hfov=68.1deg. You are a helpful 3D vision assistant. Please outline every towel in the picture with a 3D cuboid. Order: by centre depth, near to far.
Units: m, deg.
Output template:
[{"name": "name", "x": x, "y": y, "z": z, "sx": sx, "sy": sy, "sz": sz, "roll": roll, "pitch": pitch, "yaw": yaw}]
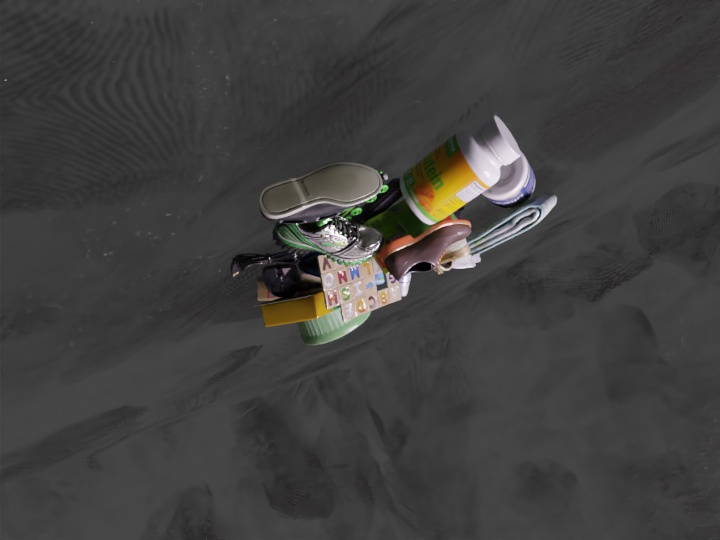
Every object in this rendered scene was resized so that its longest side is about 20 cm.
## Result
[{"name": "towel", "x": 0.331, "y": -0.107, "z": 1.189, "sx": 0.199, "sy": 0.049, "sz": 0.171, "roll": -29, "pitch": -177, "yaw": 33}]

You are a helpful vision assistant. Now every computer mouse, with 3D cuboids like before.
[{"name": "computer mouse", "x": -0.185, "y": 0.018, "z": 1.060, "sx": 0.138, "sy": 0.047, "sz": 0.200, "roll": -3, "pitch": 160, "yaw": -9}]

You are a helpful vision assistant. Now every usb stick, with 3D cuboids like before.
[{"name": "usb stick", "x": 0.020, "y": -0.117, "z": 1.056, "sx": 0.055, "sy": 0.033, "sz": 0.199, "roll": -20, "pitch": 166, "yaw": -49}]

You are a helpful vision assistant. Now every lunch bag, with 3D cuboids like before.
[{"name": "lunch bag", "x": -0.031, "y": -0.013, "z": 1.157, "sx": 0.149, "sy": 0.096, "sz": 0.198, "roll": -4, "pitch": 180, "yaw": -42}]

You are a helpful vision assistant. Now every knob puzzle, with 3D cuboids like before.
[{"name": "knob puzzle", "x": -0.140, "y": 0.032, "z": 1.237, "sx": 0.215, "sy": 0.031, "sz": 0.220, "roll": -4, "pitch": 163, "yaw": -1}]

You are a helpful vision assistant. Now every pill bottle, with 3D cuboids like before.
[{"name": "pill bottle", "x": 0.176, "y": -0.179, "z": 0.943, "sx": 0.199, "sy": 0.112, "sz": 0.110, "roll": -34, "pitch": 164, "yaw": 29}, {"name": "pill bottle", "x": 0.311, "y": -0.193, "z": 1.132, "sx": 0.110, "sy": 0.112, "sz": 0.199, "roll": -31, "pitch": 166, "yaw": 21}]

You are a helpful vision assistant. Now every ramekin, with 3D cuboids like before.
[{"name": "ramekin", "x": -0.080, "y": 0.095, "z": 1.368, "sx": 0.197, "sy": 0.099, "sz": 0.200, "roll": -22, "pitch": -164, "yaw": 7}]

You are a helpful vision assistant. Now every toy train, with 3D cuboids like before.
[{"name": "toy train", "x": -0.029, "y": -0.116, "z": 0.959, "sx": 0.056, "sy": 0.042, "sz": 0.199, "roll": 5, "pitch": 148, "yaw": -46}]

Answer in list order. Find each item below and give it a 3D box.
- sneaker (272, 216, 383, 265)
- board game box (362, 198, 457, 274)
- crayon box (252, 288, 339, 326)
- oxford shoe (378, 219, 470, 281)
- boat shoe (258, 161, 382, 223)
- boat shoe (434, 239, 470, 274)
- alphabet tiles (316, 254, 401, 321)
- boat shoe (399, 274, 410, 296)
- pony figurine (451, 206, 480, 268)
[{"name": "sneaker", "x": -0.049, "y": -0.064, "z": 0.926, "sx": 0.197, "sy": 0.079, "sz": 0.085, "roll": 6, "pitch": 146, "yaw": -20}, {"name": "board game box", "x": 0.098, "y": -0.087, "z": 1.063, "sx": 0.199, "sy": 0.102, "sz": 0.048, "roll": -33, "pitch": 178, "yaw": -32}, {"name": "crayon box", "x": -0.126, "y": 0.076, "z": 1.139, "sx": 0.124, "sy": 0.053, "sz": 0.200, "roll": -10, "pitch": -179, "yaw": 18}, {"name": "oxford shoe", "x": 0.131, "y": -0.036, "z": 0.986, "sx": 0.198, "sy": 0.073, "sz": 0.071, "roll": -22, "pitch": 161, "yaw": -20}, {"name": "boat shoe", "x": -0.063, "y": -0.113, "z": 0.833, "sx": 0.197, "sy": 0.075, "sz": 0.066, "roll": -21, "pitch": 168, "yaw": -18}, {"name": "boat shoe", "x": 0.170, "y": -0.029, "z": 1.135, "sx": 0.073, "sy": 0.067, "sz": 0.200, "roll": -32, "pitch": 175, "yaw": -18}, {"name": "alphabet tiles", "x": 0.000, "y": 0.000, "z": 1.045, "sx": 0.198, "sy": 0.170, "sz": 0.007, "roll": -17, "pitch": -169, "yaw": -41}, {"name": "boat shoe", "x": 0.089, "y": 0.012, "z": 1.411, "sx": 0.072, "sy": 0.068, "sz": 0.200, "roll": 1, "pitch": -164, "yaw": -2}, {"name": "pony figurine", "x": 0.188, "y": -0.085, "z": 1.281, "sx": 0.190, "sy": 0.168, "sz": 0.201, "roll": -18, "pitch": 148, "yaw": -11}]
